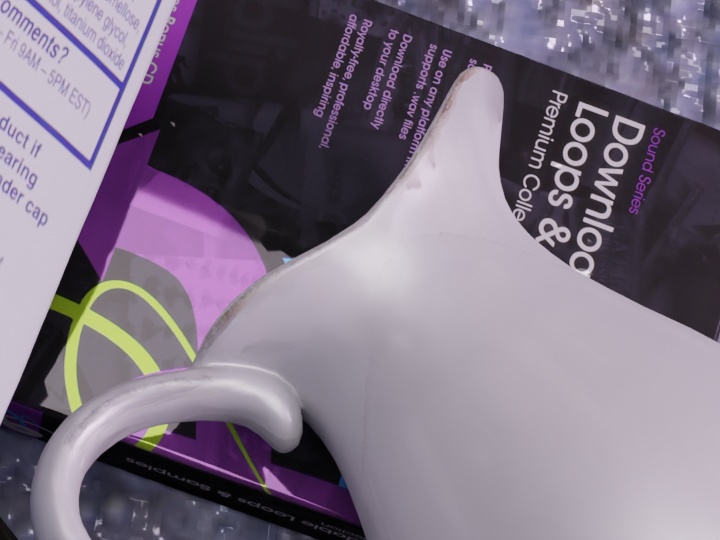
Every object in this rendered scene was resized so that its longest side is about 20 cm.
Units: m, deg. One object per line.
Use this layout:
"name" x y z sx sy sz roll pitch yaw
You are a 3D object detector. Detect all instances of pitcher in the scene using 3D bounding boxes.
"pitcher" 0.036 0.074 0.686 0.171 0.121 0.200 -37 76 -20

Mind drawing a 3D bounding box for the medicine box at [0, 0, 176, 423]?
"medicine box" -0.158 -0.042 0.688 0.182 0.103 0.201 8 67 36

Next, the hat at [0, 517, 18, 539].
"hat" -0.151 0.127 0.697 0.200 0.081 0.202 2 73 -6

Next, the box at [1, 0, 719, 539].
"box" 0.000 0.000 0.779 0.199 0.036 0.144 20 73 -4
